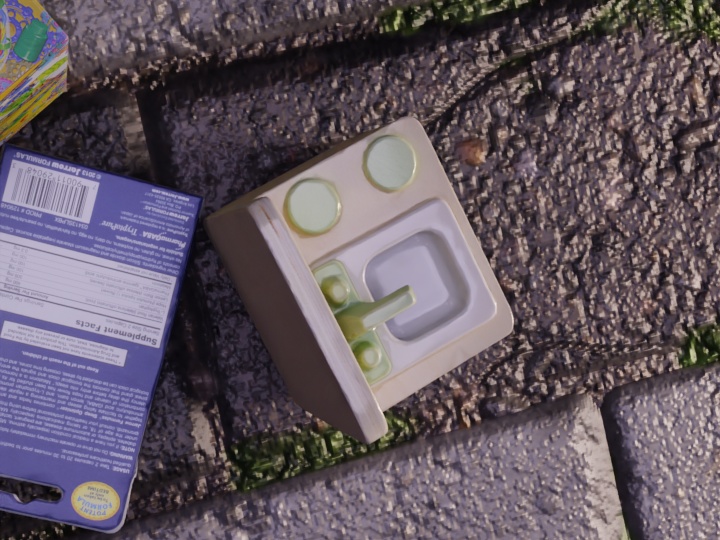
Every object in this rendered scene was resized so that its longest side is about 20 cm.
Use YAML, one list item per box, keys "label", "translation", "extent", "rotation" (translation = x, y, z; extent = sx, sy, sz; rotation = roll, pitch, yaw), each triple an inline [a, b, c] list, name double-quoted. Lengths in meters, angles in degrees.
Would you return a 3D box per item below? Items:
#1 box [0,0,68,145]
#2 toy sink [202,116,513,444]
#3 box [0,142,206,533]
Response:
- label: "box"
  translation: [-0.258, -0.141, 0.653]
  extent: [0.122, 0.192, 0.200]
  rotation: [-42, 100, -10]
- label: "toy sink"
  translation: [0.000, 0.000, 0.713]
  extent: [0.111, 0.200, 0.131]
  rotation: [-29, 96, -11]
- label: "box"
  translation: [-0.172, 0.040, 0.756]
  extent: [0.120, 0.032, 0.203]
  rotation: [15, 85, -13]
